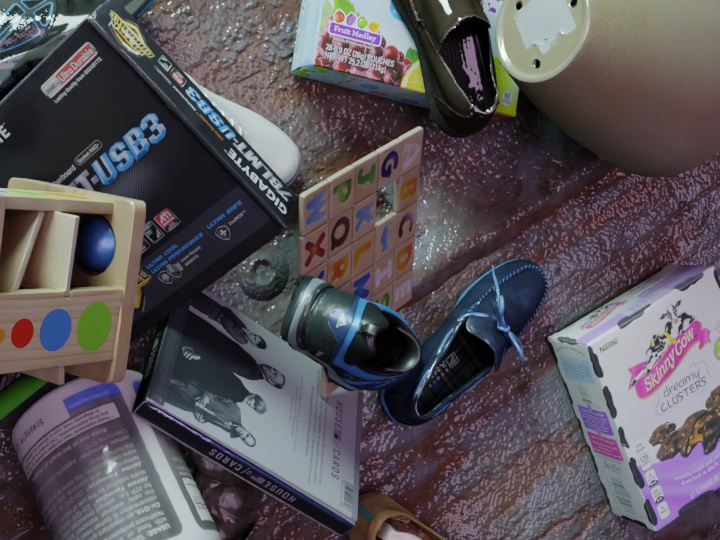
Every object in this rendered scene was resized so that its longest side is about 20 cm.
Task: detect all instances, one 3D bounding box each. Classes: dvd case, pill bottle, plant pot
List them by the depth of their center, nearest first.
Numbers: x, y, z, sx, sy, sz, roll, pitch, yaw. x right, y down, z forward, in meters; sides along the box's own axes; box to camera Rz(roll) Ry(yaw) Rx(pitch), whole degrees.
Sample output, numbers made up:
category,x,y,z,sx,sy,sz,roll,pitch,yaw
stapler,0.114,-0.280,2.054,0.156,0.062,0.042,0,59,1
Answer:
category,x,y,z,sx,sy,sz,roll,pitch,yaw
pill bottle,-0.170,0.186,0.810,0.113,0.114,0.201,-21,66,-21
dvd case,-0.081,0.106,0.885,0.199,0.151,0.025,36,121,-21
plant pot,0.210,-0.188,0.935,0.198,0.186,0.190,7,89,-44

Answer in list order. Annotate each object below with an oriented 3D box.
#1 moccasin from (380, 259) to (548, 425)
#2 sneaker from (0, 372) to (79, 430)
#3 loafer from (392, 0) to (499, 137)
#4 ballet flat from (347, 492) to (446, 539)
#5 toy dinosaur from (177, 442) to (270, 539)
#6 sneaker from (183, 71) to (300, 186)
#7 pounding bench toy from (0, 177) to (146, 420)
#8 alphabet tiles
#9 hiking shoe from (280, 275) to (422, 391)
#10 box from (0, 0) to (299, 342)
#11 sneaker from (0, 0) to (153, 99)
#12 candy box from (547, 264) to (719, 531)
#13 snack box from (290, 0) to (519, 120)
category,x,y,z,sx,sy,sz,roll,pitch,yaw
moccasin,0.108,0.072,0.995,0.081,0.068,0.200,47,74,-17
sneaker,-0.296,0.078,0.814,0.198,0.082,0.078,18,84,-25
loafer,0.077,-0.211,0.899,0.072,0.071,0.202,-24,101,-20
ballet flat,0.068,0.273,0.987,0.199,0.063,0.069,37,78,-20
toy dinosaur,-0.117,0.178,0.910,0.101,0.077,0.203,2,79,-29
sneaker,-0.133,-0.115,0.885,0.198,0.071,0.074,21,83,-22
pounding bench toy,-0.238,0.043,0.727,0.155,0.123,0.203,0,100,-61
alphabet tiles,0.000,0.000,0.909,0.167,0.007,0.202,-35,136,-47
hiking shoe,0.013,0.067,0.877,0.200,0.086,0.075,28,84,-61
box,-0.181,-0.063,0.813,0.199,0.199,0.050,47,31,-19
sneaker,-0.247,-0.191,0.833,0.199,0.073,0.083,-32,102,-20
candy box,0.296,0.119,1.076,0.166,0.071,0.202,-28,102,-20
snack box,0.051,-0.235,0.962,0.197,0.068,0.171,11,88,-24
